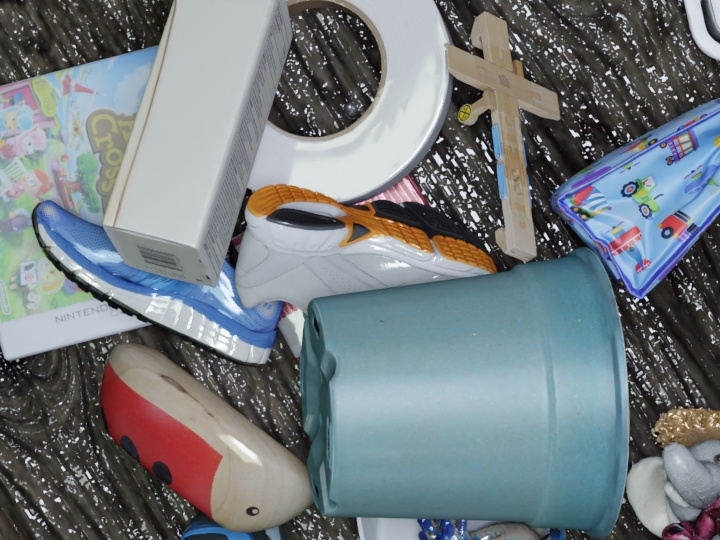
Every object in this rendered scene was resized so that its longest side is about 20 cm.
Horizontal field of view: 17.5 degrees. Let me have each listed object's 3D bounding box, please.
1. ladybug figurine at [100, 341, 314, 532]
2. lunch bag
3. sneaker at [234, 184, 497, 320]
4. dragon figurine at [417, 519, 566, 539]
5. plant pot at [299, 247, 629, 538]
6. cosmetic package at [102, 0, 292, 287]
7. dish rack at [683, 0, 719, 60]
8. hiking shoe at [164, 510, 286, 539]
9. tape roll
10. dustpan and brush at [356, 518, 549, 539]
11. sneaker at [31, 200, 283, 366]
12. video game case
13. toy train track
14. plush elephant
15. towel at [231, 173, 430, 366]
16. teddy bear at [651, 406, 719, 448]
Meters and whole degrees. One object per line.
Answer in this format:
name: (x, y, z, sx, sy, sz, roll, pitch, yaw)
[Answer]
ladybug figurine: (-0.118, 0.123, 1.679, 0.200, 0.136, 0.072, 35, 86, 32)
lunch bag: (0.238, -0.080, 1.658, 0.200, 0.151, 0.094, -41, 90, 3)
sneaker: (0.000, 0.000, 1.683, 0.199, 0.076, 0.092, 11, 119, -20)
dragon figurine: (0.112, 0.232, 1.703, 0.099, 0.059, 0.200, -31, 121, -7)
plant pot: (0.064, 0.088, 1.596, 0.195, 0.200, 0.201, -2, 91, -10)
cosmetic package: (-0.111, -0.101, 1.632, 0.073, 0.104, 0.201, 13, 74, 8)
dish rack: (0.324, -0.250, 1.704, 0.199, 0.044, 0.172, -12, 90, 3)
hiking shoe: (-0.052, 0.247, 1.704, 0.200, 0.087, 0.075, 35, 128, 7)
tape roll: (-0.030, -0.146, 1.715, 0.202, 0.037, 0.204, -1, 86, 8)
dustpan and brush: (0.042, 0.132, 1.708, 0.139, 0.057, 0.201, -28, 116, -9)
sneaker: (-0.145, -0.006, 1.703, 0.199, 0.079, 0.089, 26, 83, -5)
video game case: (-0.202, -0.051, 1.744, 0.181, 0.022, 0.201, -14, 91, 3)
toy train track: (0.097, -0.094, 1.683, 0.032, 0.114, 0.201, -32, 51, 38)
plush elephant: (0.254, 0.178, 1.618, 0.164, 0.200, 0.155, -30, 69, 19)
towel: (0.013, 0.028, 1.737, 0.144, 0.023, 0.201, -30, 89, 4)
teddy bear: (0.286, 0.146, 1.713, 0.144, 0.067, 0.201, 0, 98, 12)
